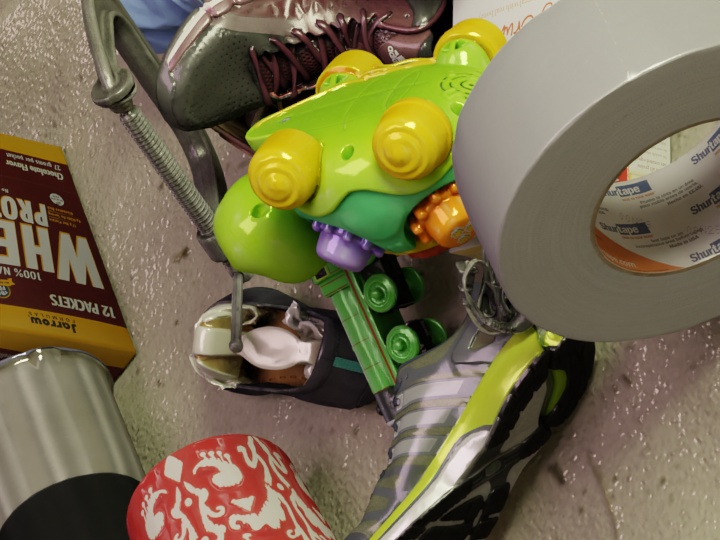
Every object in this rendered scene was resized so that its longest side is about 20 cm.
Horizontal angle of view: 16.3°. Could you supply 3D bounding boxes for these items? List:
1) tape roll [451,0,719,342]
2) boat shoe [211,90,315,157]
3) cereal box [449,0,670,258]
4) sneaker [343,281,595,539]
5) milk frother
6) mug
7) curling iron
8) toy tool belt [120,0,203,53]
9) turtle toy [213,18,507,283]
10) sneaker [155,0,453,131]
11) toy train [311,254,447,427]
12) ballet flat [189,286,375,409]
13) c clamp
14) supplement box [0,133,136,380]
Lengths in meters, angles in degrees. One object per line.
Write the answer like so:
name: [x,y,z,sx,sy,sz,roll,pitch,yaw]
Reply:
tape roll: [0.146,-0.056,1.201,0.200,0.200,0.066,-52,44,29]
boat shoe: [-0.035,-0.081,1.525,0.200,0.072,0.072,33,120,51]
cereal box: [0.108,-0.114,1.391,0.144,0.039,0.201,-14,70,49]
sneaker: [0.045,0.095,1.376,0.200,0.074,0.081,-52,51,9]
milk frother: [-0.236,0.173,1.620,0.181,0.200,0.188,-57,43,31]
mug: [-0.073,0.196,1.439,0.134,0.177,0.200,-62,36,29]
curling iron: [0.112,-0.053,1.309,0.200,0.050,0.026,-59,17,8]
toy tool belt: [-0.123,-0.176,1.631,0.200,0.125,0.123,-10,65,50]
turtle toy: [0.004,-0.052,1.359,0.200,0.146,0.101,-13,112,28]
sneaker: [-0.016,-0.133,1.459,0.200,0.076,0.115,-38,48,-20]
toy train: [0.000,0.000,1.445,0.056,0.042,0.200,-28,82,35]
ballet flat: [-0.060,0.045,1.537,0.200,0.073,0.073,8,87,52]
c clamp: [-0.113,-0.075,1.499,0.027,0.200,0.171,-24,32,14]
supplement box: [-0.286,0.036,1.768,0.197,0.133,0.200,-50,46,31]
